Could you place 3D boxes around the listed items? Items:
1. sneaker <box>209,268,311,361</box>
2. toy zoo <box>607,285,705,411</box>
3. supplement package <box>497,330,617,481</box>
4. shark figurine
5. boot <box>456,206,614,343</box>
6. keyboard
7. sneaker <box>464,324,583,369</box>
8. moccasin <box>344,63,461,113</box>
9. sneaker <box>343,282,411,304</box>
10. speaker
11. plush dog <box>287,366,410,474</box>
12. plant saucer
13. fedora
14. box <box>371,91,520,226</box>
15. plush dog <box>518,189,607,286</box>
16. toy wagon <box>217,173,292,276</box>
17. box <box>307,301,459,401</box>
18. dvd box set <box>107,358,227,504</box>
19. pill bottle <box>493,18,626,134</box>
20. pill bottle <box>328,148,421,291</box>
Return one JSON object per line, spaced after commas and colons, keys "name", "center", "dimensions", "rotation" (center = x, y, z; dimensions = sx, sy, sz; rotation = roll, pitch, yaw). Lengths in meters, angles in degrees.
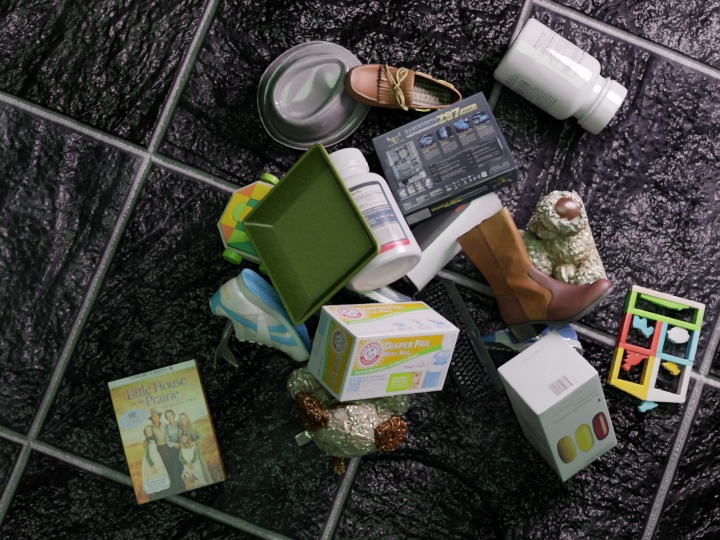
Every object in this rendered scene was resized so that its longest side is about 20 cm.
{"name": "sneaker", "center": [-0.146, 0.078, 1.390], "dimensions": [0.081, 0.077, 0.200], "rotation": [-32, 128, 14]}
{"name": "toy zoo", "center": [0.492, 0.138, 1.522], "dimensions": [0.131, 0.020, 0.201], "rotation": [15, 84, -2]}
{"name": "supplement package", "center": [0.308, 0.212, 1.407], "dimensions": [0.114, 0.110, 0.200], "rotation": [-33, 133, -5]}
{"name": "shark figurine", "center": [-0.157, 0.061, 1.454], "dimensions": [0.214, 0.090, 0.129], "rotation": [-27, 86, -7]}
{"name": "boot", "center": [0.268, -0.010, 1.398], "dimensions": [0.068, 0.188, 0.201], "rotation": [-29, 91, -49]}
{"name": "keyboard", "center": [0.142, 0.122, 1.461], "dimensions": [0.104, 0.040, 0.201], "rotation": [-31, 78, 30]}
{"name": "sneaker", "center": [0.259, 0.123, 1.492], "dimensions": [0.199, 0.076, 0.077], "rotation": [-1, 47, 5]}
{"name": "moccasin", "center": [0.069, -0.290, 1.469], "dimensions": [0.201, 0.078, 0.074], "rotation": [12, 88, -25]}
{"name": "sneaker", "center": [0.000, 0.000, 1.474], "dimensions": [0.199, 0.078, 0.087], "rotation": [27, 81, -1]}
{"name": "speaker", "center": [0.137, -0.062, 1.486], "dimensions": [0.200, 0.081, 0.081], "rotation": [-44, 89, -5]}
{"name": "plush dog", "center": [-0.024, 0.238, 1.396], "dimensions": [0.199, 0.172, 0.161], "rotation": [11, 84, -3]}
{"name": "plant saucer", "center": [-0.065, -0.052, 1.357], "dimensions": [0.200, 0.048, 0.200], "rotation": [-42, 67, 31]}
{"name": "fedora", "center": [-0.075, -0.294, 1.484], "dimensions": [0.200, 0.090, 0.177], "rotation": [-33, 88, -6]}
{"name": "box", "center": [0.135, -0.179, 1.465], "dimensions": [0.199, 0.051, 0.158], "rotation": [-23, 64, 6]}
{"name": "plush dog", "center": [0.292, -0.030, 1.476], "dimensions": [0.171, 0.161, 0.201], "rotation": [-19, 105, 12]}
{"name": "toy wagon", "center": [-0.127, -0.067, 1.457], "dimensions": [0.199, 0.040, 0.156], "rotation": [19, 75, 18]}
{"name": "box", "center": [0.035, 0.120, 1.392], "dimensions": [0.199, 0.101, 0.113], "rotation": [-2, 115, -35]}
{"name": "dvd box set", "center": [-0.308, 0.256, 1.455], "dimensions": [0.146, 0.029, 0.201], "rotation": [-14, 87, -5]}
{"name": "pill bottle", "center": [0.330, -0.315, 1.501], "dimensions": [0.200, 0.114, 0.115], "rotation": [33, 84, -1]}
{"name": "pill bottle", "center": [0.002, -0.081, 1.409], "dimensions": [0.119, 0.120, 0.201], "rotation": [-24, 72, -5]}
